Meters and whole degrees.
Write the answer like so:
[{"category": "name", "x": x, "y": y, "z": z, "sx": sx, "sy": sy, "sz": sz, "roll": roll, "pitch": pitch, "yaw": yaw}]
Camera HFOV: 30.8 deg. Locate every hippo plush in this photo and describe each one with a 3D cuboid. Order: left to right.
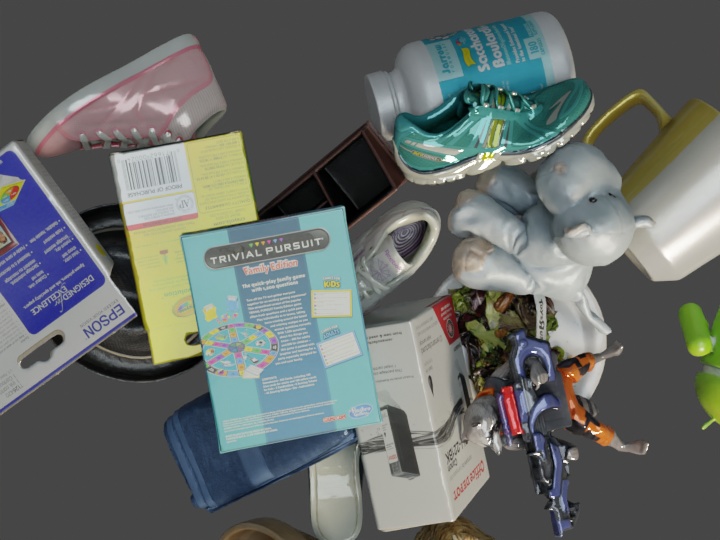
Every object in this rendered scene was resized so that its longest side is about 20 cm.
[{"category": "hippo plush", "x": 0.183, "y": -0.036, "z": 1.270, "sx": 0.159, "sy": 0.161, "sz": 0.201, "roll": -11, "pitch": 78, "yaw": -20}]

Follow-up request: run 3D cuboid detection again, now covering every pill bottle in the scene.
[{"category": "pill bottle", "x": 0.108, "y": -0.187, "z": 1.319, "sx": 0.199, "sy": 0.111, "sz": 0.111, "roll": -15, "pitch": 93, "yaw": -6}]

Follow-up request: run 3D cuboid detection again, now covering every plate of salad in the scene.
[{"category": "plate of salad", "x": 0.162, "y": 0.078, "z": 1.361, "sx": 0.199, "sy": 0.048, "sz": 0.201, "roll": 0, "pitch": 91, "yaw": -5}]

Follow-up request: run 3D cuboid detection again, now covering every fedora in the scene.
[{"category": "fedora", "x": -0.227, "y": 0.024, "z": 1.296, "sx": 0.200, "sy": 0.092, "sz": 0.201, "roll": 0, "pitch": 91, "yaw": -5}]

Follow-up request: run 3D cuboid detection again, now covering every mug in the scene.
[{"category": "mug", "x": 0.323, "y": -0.079, "z": 1.349, "sx": 0.153, "sy": 0.187, "sz": 0.149, "roll": -41, "pitch": 127, "yaw": 5}]

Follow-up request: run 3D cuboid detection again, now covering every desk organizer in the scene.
[{"category": "desk organizer", "x": -0.051, "y": -0.053, "z": 1.288, "sx": 0.200, "sy": 0.077, "sz": 0.072, "roll": -38, "pitch": 95, "yaw": 17}]

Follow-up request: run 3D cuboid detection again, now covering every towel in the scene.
[{"category": "towel", "x": -0.099, "y": 0.155, "z": 1.296, "sx": 0.200, "sy": 0.049, "sz": 0.112, "roll": -29, "pitch": 79, "yaw": 25}]

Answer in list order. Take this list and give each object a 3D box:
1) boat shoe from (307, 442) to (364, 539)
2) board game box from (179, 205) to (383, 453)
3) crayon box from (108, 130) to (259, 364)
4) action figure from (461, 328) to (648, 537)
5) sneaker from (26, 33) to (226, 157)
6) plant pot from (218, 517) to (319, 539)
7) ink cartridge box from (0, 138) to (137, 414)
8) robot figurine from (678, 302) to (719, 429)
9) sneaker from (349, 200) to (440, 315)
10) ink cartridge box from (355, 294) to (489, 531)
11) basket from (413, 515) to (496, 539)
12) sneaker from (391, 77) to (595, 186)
[{"category": "boat shoe", "x": -0.023, "y": 0.178, "z": 1.337, "sx": 0.075, "sy": 0.062, "sz": 0.201, "roll": -3, "pitch": 94, "yaw": -7}, {"category": "board game box", "x": -0.071, "y": 0.052, "z": 1.193, "sx": 0.151, "sy": 0.047, "sz": 0.201, "roll": -10, "pitch": 94, "yaw": -3}, {"category": "crayon box", "x": -0.155, "y": -0.022, "z": 1.230, "sx": 0.127, "sy": 0.051, "sz": 0.201, "roll": -10, "pitch": 94, "yaw": -6}, {"category": "action figure", "x": 0.187, "y": 0.160, "z": 1.297, "sx": 0.193, "sy": 0.105, "sz": 0.201, "roll": -1, "pitch": 80, "yaw": -25}, {"category": "sneaker", "x": -0.225, "y": -0.144, "z": 1.302, "sx": 0.200, "sy": 0.075, "sz": 0.105, "roll": -32, "pitch": 89, "yaw": -9}, {"category": "plant pot", "x": -0.059, "y": 0.337, "z": 1.296, "sx": 0.093, "sy": 0.201, "sz": 0.201, "roll": -9, "pitch": 92, "yaw": -40}, {"category": "ink cartridge box", "x": -0.339, "y": 0.013, "z": 1.240, "sx": 0.197, "sy": 0.047, "sz": 0.200, "roll": -35, "pitch": 94, "yaw": 10}, {"category": "robot figurine", "x": 0.419, "y": 0.081, "z": 1.353, "sx": 0.175, "sy": 0.116, "sz": 0.200, "roll": 20, "pitch": 89, "yaw": -11}, {"category": "sneaker", "x": 0.000, "y": 0.000, "z": 1.317, "sx": 0.200, "sy": 0.100, "sz": 0.075, "roll": -43, "pitch": 97, "yaw": -2}, {"category": "ink cartridge box", "x": 0.054, "y": 0.138, "z": 1.291, "sx": 0.084, "sy": 0.144, "sz": 0.201, "roll": -9, "pitch": 96, "yaw": 21}, {"category": "basket", "x": 0.090, "y": 0.362, "z": 1.308, "sx": 0.143, "sy": 0.149, "sz": 0.200, "roll": 35, "pitch": 87, "yaw": -5}, {"category": "sneaker", "x": 0.127, "y": -0.142, "z": 1.241, "sx": 0.200, "sy": 0.078, "sz": 0.080, "roll": -19, "pitch": 125, "yaw": -1}]
